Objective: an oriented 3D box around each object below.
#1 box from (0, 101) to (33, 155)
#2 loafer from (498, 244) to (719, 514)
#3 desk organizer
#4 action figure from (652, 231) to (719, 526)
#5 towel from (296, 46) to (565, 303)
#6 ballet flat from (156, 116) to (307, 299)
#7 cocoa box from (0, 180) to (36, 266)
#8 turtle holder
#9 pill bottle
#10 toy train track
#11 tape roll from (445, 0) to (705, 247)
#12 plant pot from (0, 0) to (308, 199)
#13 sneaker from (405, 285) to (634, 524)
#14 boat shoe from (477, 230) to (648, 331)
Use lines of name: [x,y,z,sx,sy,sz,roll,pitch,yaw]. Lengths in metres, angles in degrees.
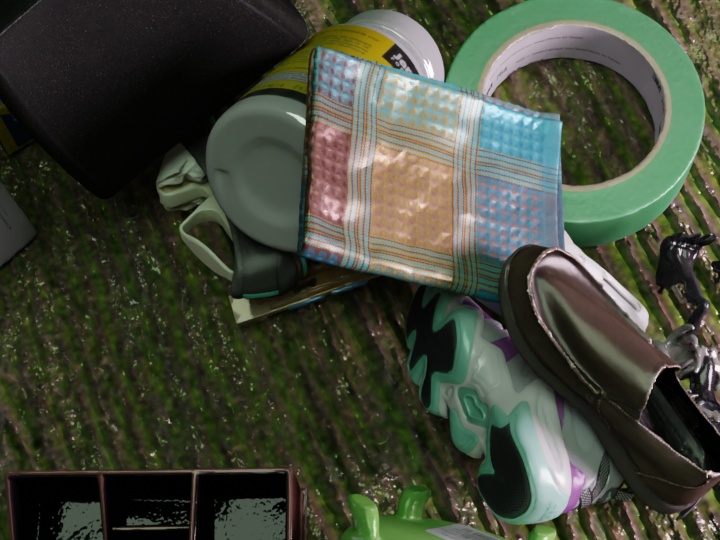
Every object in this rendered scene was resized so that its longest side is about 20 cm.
box: [-0.315,-0.194,1.018,0.064,0.070,0.200,-34,70,-13]
loafer: [0.168,0.060,0.793,0.200,0.071,0.073,50,55,-4]
desk organizer: [-0.139,0.176,0.850,0.199,0.077,0.072,-1,67,3]
action figure: [0.247,0.068,0.862,0.118,0.102,0.201,9,66,-8]
towel: [0.053,-0.058,0.821,0.199,0.022,0.147,12,68,-27]
ballet flat: [-0.111,-0.057,0.935,0.068,0.068,0.200,-24,55,-14]
cocoa box: [-0.346,-0.065,0.895,0.131,0.200,0.133,42,76,18]
turtle holder: [0.045,0.219,0.769,0.140,0.186,0.132,13,94,3]
pill bottle: [-0.017,-0.109,0.905,0.114,0.115,0.200,23,39,12]
toy train track: [0.000,0.000,0.944,0.199,0.033,0.115,-19,75,1]
tape roll: [0.163,-0.118,0.973,0.199,0.048,0.201,-1,68,3]
plant pot: [-0.189,-0.202,0.851,0.200,0.177,0.200,-37,69,8]
sneaker: [0.121,0.086,0.871,0.139,0.078,0.201,1,48,-32]
boat shoe: [0.123,-0.003,0.902,0.200,0.074,0.065,41,56,-11]
